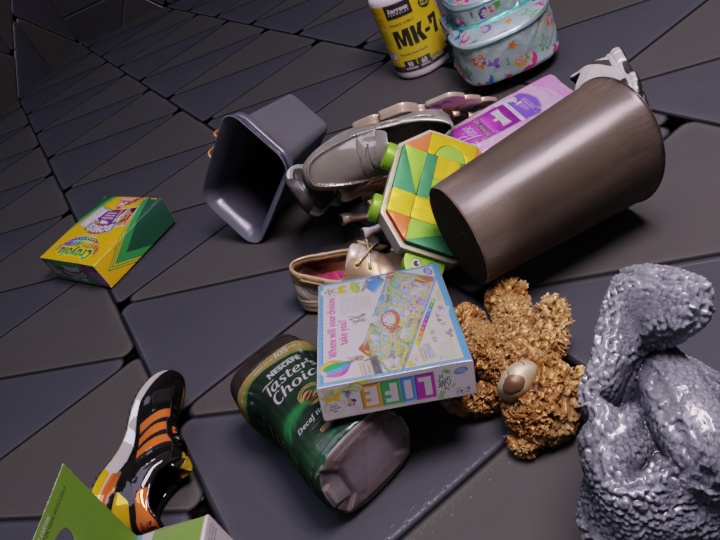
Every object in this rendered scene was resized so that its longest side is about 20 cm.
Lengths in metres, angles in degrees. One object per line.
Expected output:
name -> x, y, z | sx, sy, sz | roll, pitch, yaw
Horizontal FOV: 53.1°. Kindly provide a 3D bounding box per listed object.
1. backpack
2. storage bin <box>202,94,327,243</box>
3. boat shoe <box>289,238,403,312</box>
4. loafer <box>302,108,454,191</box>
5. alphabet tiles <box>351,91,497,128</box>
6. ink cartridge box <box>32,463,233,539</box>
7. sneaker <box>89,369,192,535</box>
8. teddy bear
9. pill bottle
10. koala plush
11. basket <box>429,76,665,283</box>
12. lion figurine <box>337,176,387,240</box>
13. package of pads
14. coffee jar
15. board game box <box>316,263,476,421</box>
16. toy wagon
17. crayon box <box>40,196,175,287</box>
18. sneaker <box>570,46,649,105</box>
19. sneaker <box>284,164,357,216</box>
backpack -> 0.219, -0.388, 1.149 | 0.175, 0.152, 0.202 | -20, 39, 11
storage bin -> -0.143, -0.168, 1.085 | 0.134, 0.145, 0.201 | -45, -8, -40
boat shoe -> 0.000, 0.000, 0.863 | 0.197, 0.070, 0.074 | -13, 36, 24
loafer -> 0.022, -0.150, 0.891 | 0.197, 0.071, 0.070 | -24, 14, -4
alphabet tiles -> 0.084, -0.207, 1.004 | 0.194, 0.015, 0.198 | -13, -2, 42
ink cartridge box -> -0.153, 0.251, 0.529 | 0.075, 0.201, 0.149 | -19, 35, 14
sneaker -> -0.214, 0.196, 0.784 | 0.088, 0.071, 0.202 | 0, 42, 15
teddy bear -> 0.135, 0.074, 0.665 | 0.143, 0.067, 0.201 | -19, 34, 20
pill bottle -> 0.081, -0.461, 1.290 | 0.113, 0.201, 0.115 | -20, 34, 14
koala plush -> 0.250, 0.115, 0.445 | 0.198, 0.178, 0.186 | 5, 57, 40
basket -> 0.182, -0.084, 0.746 | 0.198, 0.137, 0.180 | -30, -8, -7
lion figurine -> 0.044, -0.087, 0.926 | 0.121, 0.074, 0.200 | -13, 26, -17
package of pads -> 0.195, -0.168, 0.932 | 0.198, 0.076, 0.121 | -27, 30, 4
coffee jar -> -0.047, 0.138, 0.703 | 0.104, 0.086, 0.199 | -40, 34, -18
board game box -> 0.026, 0.059, 0.688 | 0.132, 0.035, 0.201 | -10, 24, 2
toy wagon -> 0.086, -0.060, 0.819 | 0.153, 0.040, 0.203 | 17, 67, -4
crayon box -> -0.456, -0.057, 1.299 | 0.198, 0.059, 0.173 | 5, 47, 42
sneaker -> 0.317, -0.216, 0.913 | 0.079, 0.074, 0.201 | -20, 26, 19
sneaker -> -0.027, -0.140, 0.988 | 0.115, 0.076, 0.200 | -35, 2, 16
